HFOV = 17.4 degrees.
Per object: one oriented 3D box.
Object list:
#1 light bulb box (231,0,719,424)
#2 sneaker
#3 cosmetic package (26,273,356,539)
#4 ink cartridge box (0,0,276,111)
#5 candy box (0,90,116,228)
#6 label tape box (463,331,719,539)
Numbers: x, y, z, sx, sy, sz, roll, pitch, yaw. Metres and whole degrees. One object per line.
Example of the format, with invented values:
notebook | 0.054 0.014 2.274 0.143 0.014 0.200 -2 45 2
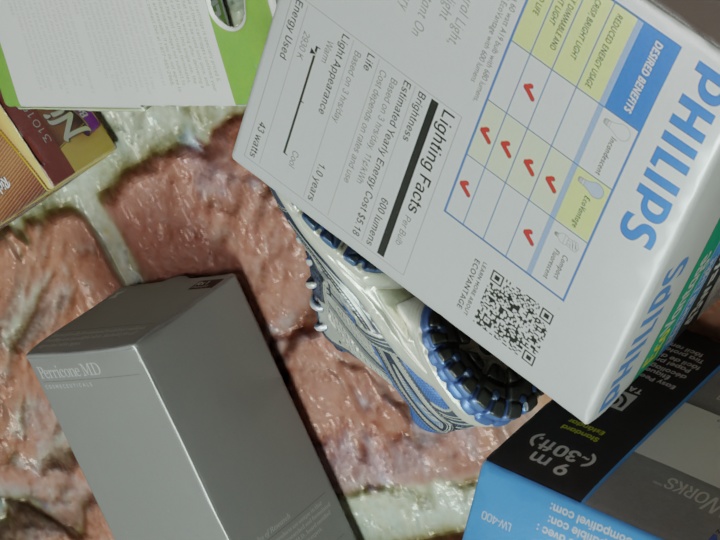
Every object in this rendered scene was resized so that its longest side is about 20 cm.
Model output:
light bulb box | 0.076 -0.084 0.961 0.200 0.125 0.199 37 135 17
sneaker | 0.000 0.000 1.128 0.201 0.077 0.085 55 143 -1
cosmetic package | -0.085 0.108 1.269 0.106 0.090 0.201 -10 113 48
ink cartridge box | -0.099 -0.156 1.112 0.199 0.076 0.149 4 119 39
candy box | -0.231 -0.071 1.304 0.200 0.056 0.117 -27 97 50
label tape box | 0.128 0.112 0.978 0.144 0.200 0.064 22 130 30
